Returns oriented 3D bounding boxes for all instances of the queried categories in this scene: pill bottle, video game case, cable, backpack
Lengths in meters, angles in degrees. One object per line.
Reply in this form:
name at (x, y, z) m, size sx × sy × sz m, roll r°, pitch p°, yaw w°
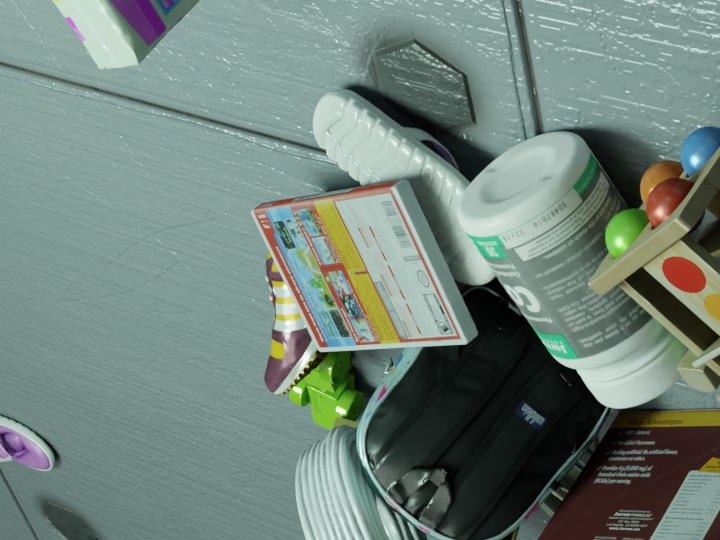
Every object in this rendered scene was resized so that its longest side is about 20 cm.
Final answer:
pill bottle at (0.171, 0.002, 1.382) m, size 0.113 × 0.113 × 0.200 m, roll -9°, pitch 125°, yaw 50°
video game case at (0.000, 0.000, 1.501) m, size 0.200 × 0.017 × 0.143 m, roll -6°, pitch 114°, yaw 51°
cable at (0.007, 0.236, 1.617) m, size 0.069 × 0.200 × 0.200 m, roll -25°, pitch 111°, yaw 12°
backpack at (0.094, 0.132, 1.546) m, size 0.177 × 0.200 × 0.151 m, roll 37°, pitch 168°, yaw -1°

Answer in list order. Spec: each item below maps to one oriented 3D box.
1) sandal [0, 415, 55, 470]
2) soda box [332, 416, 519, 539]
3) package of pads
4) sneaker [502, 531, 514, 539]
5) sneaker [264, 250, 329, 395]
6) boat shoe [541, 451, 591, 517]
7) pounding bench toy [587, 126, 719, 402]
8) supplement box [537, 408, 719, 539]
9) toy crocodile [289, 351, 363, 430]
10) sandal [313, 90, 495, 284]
sandal at (-0.490, 0.222, 2.381) m, size 0.202 × 0.050 × 0.083 m, roll 24°, pitch 146°, yaw 22°
soda box at (0.060, 0.210, 1.756) m, size 0.200 × 0.064 × 0.068 m, roll 15°, pitch 145°, yaw 5°
package of pads at (-0.186, -0.275, 1.348) m, size 0.068 × 0.155 × 0.200 m, roll 2°, pitch 134°, yaw 47°
sneaker at (0.124, 0.203, 1.672) m, size 0.083 × 0.072 × 0.201 m, roll 2°, pitch 95°, yaw 15°
sneaker at (-0.052, 0.022, 1.635) m, size 0.090 × 0.075 × 0.200 m, roll 36°, pitch 119°, yaw 8°
boat shoe at (0.232, 0.244, 1.674) m, size 0.200 × 0.062 × 0.072 m, roll 43°, pitch 148°, yaw -8°
pounding bench toy at (0.246, 0.001, 1.294) m, size 0.156 × 0.124 × 0.200 m, roll 40°, pitch 148°, yaw -3°
supplement box at (0.271, 0.229, 1.486) m, size 0.197 × 0.200 × 0.133 m, roll -6°, pitch 127°, yaw 48°
toy crocodile at (-0.033, 0.096, 1.764) m, size 0.067 × 0.062 × 0.200 m, roll 22°, pitch 149°, yaw 24°
sandal at (0.048, -0.077, 1.460) m, size 0.203 × 0.050 × 0.082 m, roll 46°, pitch 135°, yaw 10°
